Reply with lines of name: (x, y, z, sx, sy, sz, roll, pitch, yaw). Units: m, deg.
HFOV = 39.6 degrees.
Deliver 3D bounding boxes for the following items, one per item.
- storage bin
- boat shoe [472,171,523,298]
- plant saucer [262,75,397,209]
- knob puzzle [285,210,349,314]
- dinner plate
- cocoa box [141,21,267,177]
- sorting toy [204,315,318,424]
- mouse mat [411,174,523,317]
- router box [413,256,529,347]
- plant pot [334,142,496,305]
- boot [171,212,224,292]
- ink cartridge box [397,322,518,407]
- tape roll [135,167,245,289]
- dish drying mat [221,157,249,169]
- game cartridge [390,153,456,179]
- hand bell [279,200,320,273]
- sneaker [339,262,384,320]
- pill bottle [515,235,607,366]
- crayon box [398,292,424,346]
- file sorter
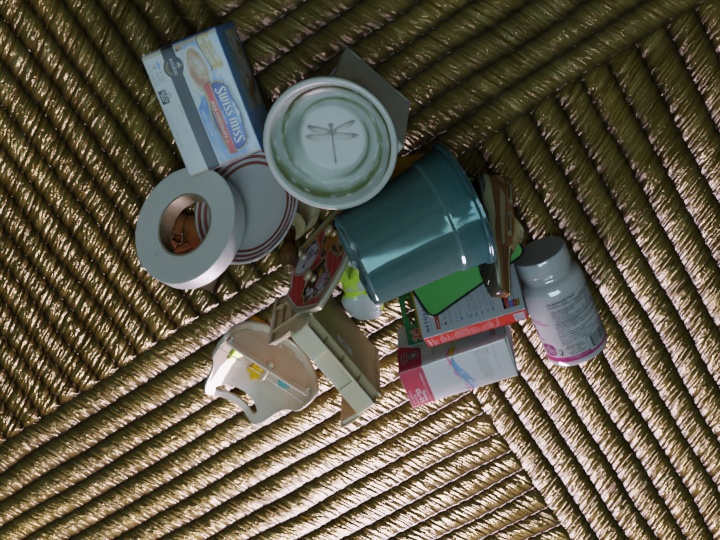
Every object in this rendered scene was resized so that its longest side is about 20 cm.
storage bin: (-0.059, 0.137, 1.733, 0.093, 0.199, 0.201, -35, 109, 14)
boat shoe: (0.225, -0.060, 1.588, 0.072, 0.076, 0.205, -3, 79, -13)
plant saucer: (-0.041, -0.189, 1.446, 0.195, 0.050, 0.204, 4, 119, 7)
knob puzzle: (-0.071, -0.015, 1.648, 0.030, 0.221, 0.220, 30, 114, -25)
dinner plate: (-0.184, -0.106, 1.643, 0.198, 0.203, 0.024, -28, 153, 16)
cocoa box: (-0.234, -0.272, 1.579, 0.129, 0.134, 0.204, -18, 105, 11)
sorting toy: (-0.197, 0.198, 1.831, 0.198, 0.108, 0.181, 34, 120, -12)
mouse mat: (0.148, -0.041, 1.616, 0.198, 0.008, 0.162, -33, 84, -12)
router box: (0.171, 0.004, 1.669, 0.176, 0.204, 0.049, -16, 156, 12)
plant pot: (0.075, -0.058, 1.515, 0.193, 0.200, 0.203, -27, 112, -5)
boot: (-0.285, -0.078, 1.726, 0.153, 0.077, 0.203, 27, 112, 3)
ink cartridge box: (0.167, 0.141, 1.748, 0.196, 0.148, 0.087, -17, 116, 11)
tape roll: (-0.282, -0.070, 1.646, 0.200, 0.206, 0.037, -29, 154, 16)
dish drying mat: (-0.173, -0.199, 1.685, 0.195, 0.018, 0.078, 7, 115, 0)
game cartridge: (0.083, -0.090, 1.653, 0.172, 0.032, 0.205, -7, 81, 6)
hand bell: (-0.117, -0.054, 1.640, 0.102, 0.201, 0.106, -1, 122, -2)
sneaker: (0.000, 0.000, 1.739, 0.074, 0.107, 0.201, -2, 146, 13)
pill bottle: (0.340, 0.051, 1.715, 0.111, 0.114, 0.203, -21, 111, 13)
crayon box: (0.157, 0.041, 1.716, 0.196, 0.129, 0.051, -19, 156, 11)
file sorter: (-0.016, -0.231, 1.563, 0.138, 0.201, 0.125, 38, 116, -14)
